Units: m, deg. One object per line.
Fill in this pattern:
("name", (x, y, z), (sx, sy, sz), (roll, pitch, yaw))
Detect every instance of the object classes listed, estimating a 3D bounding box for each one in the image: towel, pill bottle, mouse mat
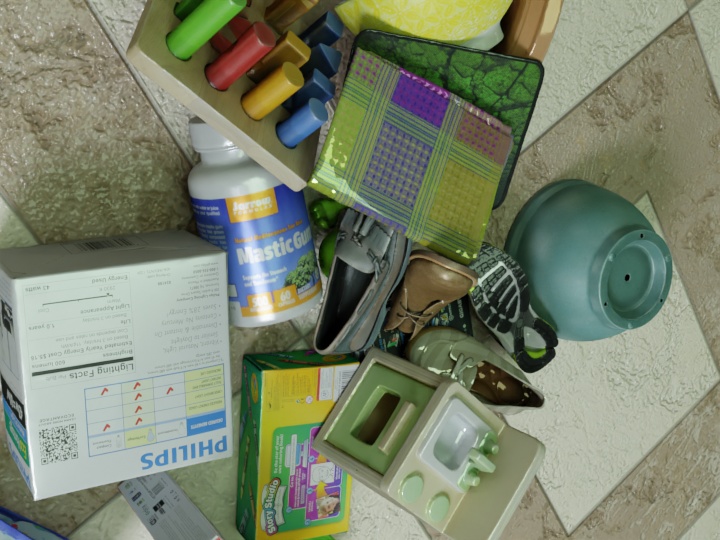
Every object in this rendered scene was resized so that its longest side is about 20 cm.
("towel", (0.054, -0.103, 0.925), (0.198, 0.023, 0.146), (23, 82, -27))
("pill bottle", (-0.107, -0.057, 0.972), (0.111, 0.112, 0.203), (-20, 111, -24))
("mouse mat", (0.071, -0.141, 0.960), (0.197, 0.008, 0.163), (6, 117, -16))

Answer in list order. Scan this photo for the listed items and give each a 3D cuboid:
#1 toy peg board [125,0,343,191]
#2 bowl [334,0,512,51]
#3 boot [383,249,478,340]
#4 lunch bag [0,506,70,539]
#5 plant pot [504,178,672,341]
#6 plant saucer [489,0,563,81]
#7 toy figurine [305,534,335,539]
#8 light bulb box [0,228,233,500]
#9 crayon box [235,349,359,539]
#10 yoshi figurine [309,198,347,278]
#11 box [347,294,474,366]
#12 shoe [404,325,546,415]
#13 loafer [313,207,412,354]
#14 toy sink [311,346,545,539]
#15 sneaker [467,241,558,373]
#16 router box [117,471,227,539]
("toy peg board", (-0.083, -0.217, 0.894), (0.198, 0.097, 0.202), (37, 42, -29))
("bowl", (0.084, -0.261, 0.976), (0.199, 0.200, 0.109), (-35, 107, -18))
("boot", (0.066, 0.029, 0.996), (0.073, 0.200, 0.076), (26, 77, -2))
("lunch bag", (-0.336, 0.319, 0.910), (0.200, 0.127, 0.171), (42, 72, -33))
("plant pot", (0.290, -0.001, 1.198), (0.198, 0.134, 0.204), (-7, 105, -28))
("plant saucer", (0.156, -0.270, 1.027), (0.032, 0.200, 0.203), (12, 95, -14))
("toy figurine", (-0.066, 0.426, 1.112), (0.200, 0.149, 0.185), (-48, 133, -28))
("light bulb box", (-0.231, 0.079, 0.925), (0.196, 0.124, 0.203), (-8, 106, -28))
("crayon box", (-0.070, 0.192, 1.081), (0.117, 0.058, 0.203), (-2, 102, -29))
("yoshi figurine", (0.005, -0.067, 1.045), (0.110, 0.112, 0.203), (5, 102, -14))
("box", (0.062, 0.121, 1.146), (0.157, 0.046, 0.203), (-20, 110, -24))
("shoe", (0.136, 0.117, 1.129), (0.198, 0.053, 0.071), (26, 87, -32))
("loafer", (0.000, 0.000, 0.971), (0.062, 0.072, 0.202), (-17, 131, -44))
("toy sink", (0.064, 0.178, 1.007), (0.112, 0.199, 0.131), (41, 77, -36))
("sneaker", (0.159, 0.039, 1.153), (0.074, 0.081, 0.201), (-39, 128, -9))
("router box", (-0.143, 0.293, 0.979), (0.049, 0.199, 0.180), (-42, 118, -15))
